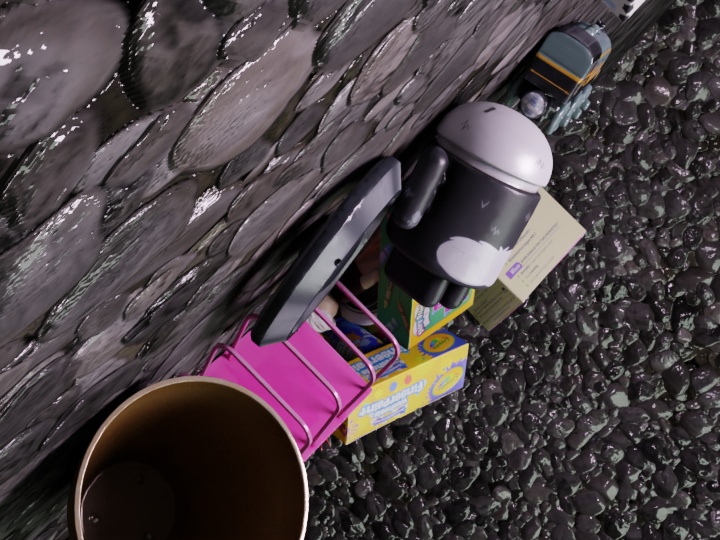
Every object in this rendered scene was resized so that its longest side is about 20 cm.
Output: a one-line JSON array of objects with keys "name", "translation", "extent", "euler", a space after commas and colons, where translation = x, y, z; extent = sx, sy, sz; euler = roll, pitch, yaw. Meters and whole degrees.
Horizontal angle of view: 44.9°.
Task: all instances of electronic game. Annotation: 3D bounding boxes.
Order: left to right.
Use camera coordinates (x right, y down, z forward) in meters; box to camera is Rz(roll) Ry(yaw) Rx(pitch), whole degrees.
[{"name": "electronic game", "translation": [-0.029, -0.016, 0.755], "extent": [0.200, 0.042, 0.200], "euler": [-53, 178, -3]}]

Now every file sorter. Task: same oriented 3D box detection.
[{"name": "file sorter", "translation": [-0.076, 0.111, 0.862], "extent": [0.200, 0.139, 0.126], "euler": [-41, 173, -37]}]

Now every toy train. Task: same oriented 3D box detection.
[{"name": "toy train", "translation": [0.241, -0.234, 1.023], "extent": [0.200, 0.085, 0.114], "euler": [-38, 162, -56]}]

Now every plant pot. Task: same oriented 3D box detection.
[{"name": "plant pot", "translation": [-0.170, 0.200, 0.736], "extent": [0.186, 0.187, 0.200], "euler": [-41, -173, -35]}]

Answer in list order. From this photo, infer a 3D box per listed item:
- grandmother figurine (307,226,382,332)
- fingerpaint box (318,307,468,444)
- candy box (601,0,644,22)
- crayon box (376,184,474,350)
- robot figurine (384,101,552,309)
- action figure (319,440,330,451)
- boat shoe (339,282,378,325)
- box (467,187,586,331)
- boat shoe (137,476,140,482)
[{"name": "grandmother figurine", "translation": [0.000, 0.000, 1.077], "extent": [0.200, 0.061, 0.121], "euler": [-42, -178, 0]}, {"name": "fingerpaint box", "translation": [0.008, 0.114, 1.104], "extent": [0.199, 0.166, 0.074], "euler": [-18, 125, -35]}, {"name": "candy box", "translation": [0.211, -0.261, 0.560], "extent": [0.168, 0.072, 0.200], "euler": [-46, 174, 14]}, {"name": "crayon box", "translation": [0.082, -0.017, 1.012], "extent": [0.118, 0.058, 0.201], "euler": [-31, 141, -31]}, {"name": "robot figurine", "translation": [0.100, -0.064, 0.843], "extent": [0.201, 0.124, 0.150], "euler": [-63, -177, 17]}, {"name": "action figure", "translation": [-0.073, 0.199, 1.112], "extent": [0.051, 0.065, 0.201], "euler": [-16, -138, 33]}, {"name": "boat shoe", "translation": [0.028, -0.002, 1.170], "extent": [0.200, 0.069, 0.067], "euler": [-49, 151, -53]}, {"name": "box", "translation": [0.172, -0.055, 1.187], "extent": [0.176, 0.200, 0.097], "euler": [-42, 175, -35]}, {"name": "boat shoe", "translation": [-0.174, 0.167, 0.903], "extent": [0.200, 0.071, 0.065], "euler": [-44, 174, -21]}]
